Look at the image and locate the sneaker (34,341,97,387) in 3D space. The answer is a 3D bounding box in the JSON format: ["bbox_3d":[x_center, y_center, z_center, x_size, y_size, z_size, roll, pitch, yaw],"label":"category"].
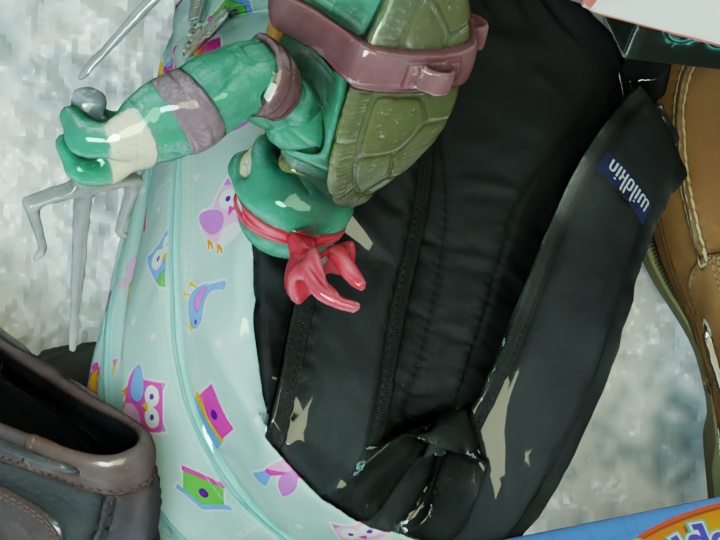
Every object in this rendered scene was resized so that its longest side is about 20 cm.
[{"bbox_3d":[-0.122,0.093,0.875,0.200,0.091,0.076,-42,103,-20],"label":"sneaker"}]

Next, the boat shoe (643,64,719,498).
[{"bbox_3d":[0.143,0.015,0.983,0.072,0.068,0.201,-17,94,-18],"label":"boat shoe"}]

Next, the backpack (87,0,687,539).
[{"bbox_3d":[0.000,0.000,0.888,0.166,0.126,0.201,24,60,-25],"label":"backpack"}]

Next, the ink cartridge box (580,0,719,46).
[{"bbox_3d":[0.140,-0.164,0.886,0.116,0.068,0.201,13,65,-9],"label":"ink cartridge box"}]

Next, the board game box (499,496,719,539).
[{"bbox_3d":[0.093,0.149,0.910,0.151,0.201,0.045,-9,48,-20],"label":"board game box"}]

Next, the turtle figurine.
[{"bbox_3d":[-0.015,-0.074,0.769,0.100,0.150,0.201,20,116,-4],"label":"turtle figurine"}]

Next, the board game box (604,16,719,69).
[{"bbox_3d":[0.160,-0.106,0.964,0.199,0.136,0.028,5,127,-21],"label":"board game box"}]

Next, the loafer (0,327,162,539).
[{"bbox_3d":[-0.134,0.019,0.843,0.200,0.063,0.072,35,45,16],"label":"loafer"}]
